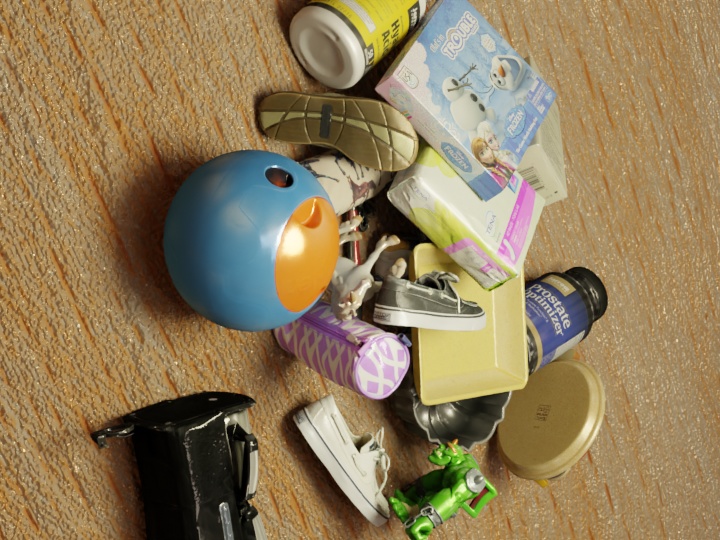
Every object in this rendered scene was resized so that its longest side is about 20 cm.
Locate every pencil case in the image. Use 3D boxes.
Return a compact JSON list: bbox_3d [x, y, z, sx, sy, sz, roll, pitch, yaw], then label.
[{"bbox_3d":[-0.027,0.088,1.598,0.085,0.199,0.085,38,79,-36],"label":"pencil case"},{"bbox_3d":[-0.029,-0.117,1.662,0.199,0.077,0.090,-29,97,-37],"label":"pencil case"}]

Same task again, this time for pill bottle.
[{"bbox_3d":[0.263,0.070,1.918,0.199,0.111,0.113,-28,111,-37],"label":"pill bottle"},{"bbox_3d":[0.012,-0.325,1.664,0.200,0.111,0.112,-47,121,-30],"label":"pill bottle"}]

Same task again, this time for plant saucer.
[{"bbox_3d":[0.132,0.062,1.741,0.198,0.048,0.203,-5,93,-40],"label":"plant saucer"}]

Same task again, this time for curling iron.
[{"bbox_3d":[0.000,0.000,1.730,0.049,0.025,0.203,-1,94,-39],"label":"curling iron"}]

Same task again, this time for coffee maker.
[{"bbox_3d":[-0.201,0.255,1.515,0.189,0.135,0.203,-9,98,-18],"label":"coffee maker"}]

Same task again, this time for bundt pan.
[{"bbox_3d":[0.114,0.140,1.807,0.200,0.075,0.205,0,91,-40],"label":"bundt pan"}]

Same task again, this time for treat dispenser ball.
[{"bbox_3d":[-0.122,-0.034,1.501,0.199,0.199,0.204,-3,95,-42],"label":"treat dispenser ball"}]

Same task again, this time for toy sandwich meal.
[{"bbox_3d":[0.276,0.212,1.896,0.070,0.204,0.207,36,69,-35],"label":"toy sandwich meal"}]

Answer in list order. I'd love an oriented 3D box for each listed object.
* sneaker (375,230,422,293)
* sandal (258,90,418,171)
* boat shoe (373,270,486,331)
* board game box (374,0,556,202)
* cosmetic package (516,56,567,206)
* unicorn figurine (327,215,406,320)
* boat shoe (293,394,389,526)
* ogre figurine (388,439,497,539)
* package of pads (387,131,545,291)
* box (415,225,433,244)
[{"bbox_3d":[0.093,-0.002,1.799,0.198,0.075,0.089,3,106,-39],"label":"sneaker"},{"bbox_3d":[-0.024,-0.176,1.624,0.054,0.197,0.081,-60,162,-76],"label":"sandal"},{"bbox_3d":[0.088,0.034,1.614,0.198,0.073,0.069,6,93,-46],"label":"boat shoe"},{"bbox_3d":[0.136,-0.223,1.672,0.199,0.043,0.201,42,50,-13],"label":"board game box"},{"bbox_3d":[0.226,-0.186,1.828,0.106,0.070,0.201,54,26,-35],"label":"cosmetic package"},{"bbox_3d":[-0.014,0.001,1.609,0.137,0.199,0.074,-40,121,-28],"label":"unicorn figurine"},{"bbox_3d":[0.000,0.234,1.703,0.086,0.075,0.203,-34,113,-1],"label":"boat shoe"},{"bbox_3d":[0.105,0.286,1.724,0.119,0.099,0.200,-35,162,1],"label":"ogre figurine"},{"bbox_3d":[0.135,-0.089,1.688,0.200,0.068,0.155,42,48,-19],"label":"package of pads"},{"bbox_3d":[0.125,-0.129,1.778,0.158,0.049,0.203,-1,72,-44],"label":"box"}]
